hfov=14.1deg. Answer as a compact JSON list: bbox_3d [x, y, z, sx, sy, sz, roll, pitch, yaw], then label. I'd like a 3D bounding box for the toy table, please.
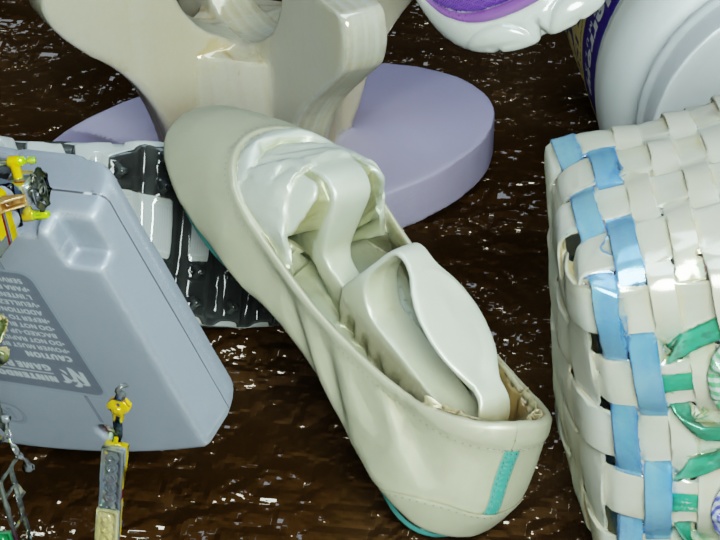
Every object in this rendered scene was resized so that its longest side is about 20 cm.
[{"bbox_3d":[-0.039,-0.086,1.168,0.200,0.117,0.184,-23,38,-34],"label":"toy table"}]

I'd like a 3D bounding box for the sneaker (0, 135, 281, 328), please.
[{"bbox_3d":[-0.107,-0.017,1.090,0.200,0.067,0.090,7,-3,-20],"label":"sneaker"}]

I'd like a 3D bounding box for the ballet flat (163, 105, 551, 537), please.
[{"bbox_3d":[0.000,0.000,1.002,0.069,0.069,0.200,-20,60,-31],"label":"ballet flat"}]

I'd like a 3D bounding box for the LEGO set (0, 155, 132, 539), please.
[{"bbox_3d":[-0.141,0.035,0.903,0.154,0.200,0.116,-11,24,21],"label":"LEGO set"}]

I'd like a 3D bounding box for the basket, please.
[{"bbox_3d":[0.163,0.021,0.940,0.200,0.176,0.139,-12,34,-4],"label":"basket"}]

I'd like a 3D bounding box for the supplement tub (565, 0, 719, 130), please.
[{"bbox_3d":[0.157,-0.097,1.161,0.145,0.146,0.200,-2,30,-5],"label":"supplement tub"}]

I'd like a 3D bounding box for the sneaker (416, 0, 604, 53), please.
[{"bbox_3d":[0.101,-0.159,1.075,0.200,0.083,0.081,-34,28,4],"label":"sneaker"}]

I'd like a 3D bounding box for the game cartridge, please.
[{"bbox_3d":[-0.144,0.007,0.982,0.200,0.133,0.040,8,51,28],"label":"game cartridge"}]
